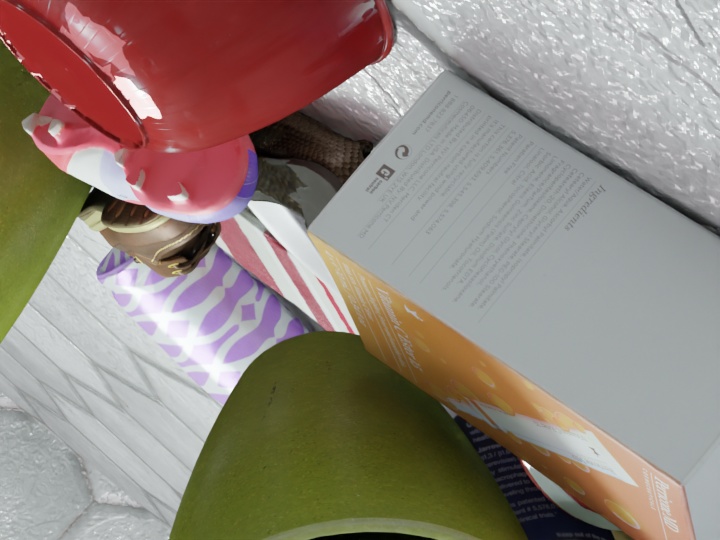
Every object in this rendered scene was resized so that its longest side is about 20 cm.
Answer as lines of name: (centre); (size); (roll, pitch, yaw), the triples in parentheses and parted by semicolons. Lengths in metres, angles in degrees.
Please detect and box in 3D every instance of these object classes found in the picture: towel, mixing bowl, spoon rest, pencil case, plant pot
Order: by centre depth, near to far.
mixing bowl: (-0.096, -0.125, 0.993); (0.200, 0.108, 0.200); (39, 166, 12)
plant pot: (-0.009, 0.123, 1.058); (0.187, 0.187, 0.200); (49, -162, -31)
spoon rest: (0.000, 0.000, 1.218); (0.200, 0.061, 0.099); (30, 162, 37)
plant pot: (-0.233, -0.068, 1.346); (0.187, 0.200, 0.187); (39, 167, 11)
towel: (-0.036, 0.000, 1.402); (0.200, 0.023, 0.144); (36, 168, 26)
pencil case: (-0.092, 0.036, 1.545); (0.200, 0.084, 0.086); (48, -159, -17)

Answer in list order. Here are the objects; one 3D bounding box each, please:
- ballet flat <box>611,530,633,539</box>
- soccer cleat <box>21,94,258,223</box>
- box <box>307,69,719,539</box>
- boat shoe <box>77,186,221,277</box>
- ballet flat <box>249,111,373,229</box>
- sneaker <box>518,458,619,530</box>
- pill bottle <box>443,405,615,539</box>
ballet flat: (0.129, 0.114, 1.253); (0.200, 0.069, 0.063); (21, 128, 50)
soccer cleat: (-0.103, -0.059, 1.186); (0.076, 0.067, 0.200); (34, 171, -38)
box: (0.092, 0.025, 0.963); (0.200, 0.098, 0.124); (34, 165, 27)
boat shoe: (-0.111, -0.034, 1.327); (0.068, 0.072, 0.200); (43, 170, -13)
ballet flat: (-0.043, -0.066, 1.176); (0.200, 0.046, 0.067); (29, 142, 51)
sneaker: (0.172, 0.108, 1.094); (0.200, 0.078, 0.115); (35, 162, -27)
pill bottle: (0.068, 0.131, 1.185); (0.111, 0.111, 0.200); (58, -172, -49)
